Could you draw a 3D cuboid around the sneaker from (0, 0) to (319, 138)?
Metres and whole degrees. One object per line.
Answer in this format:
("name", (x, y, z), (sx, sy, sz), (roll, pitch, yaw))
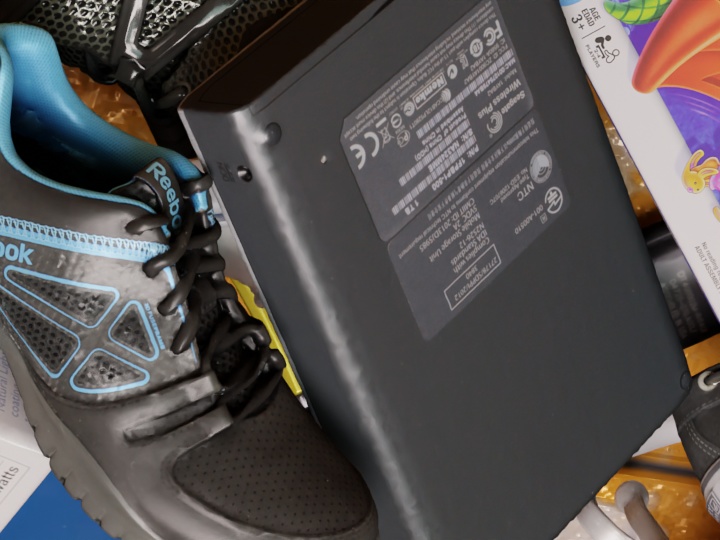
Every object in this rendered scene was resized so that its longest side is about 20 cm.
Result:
("sneaker", (-0.089, -0.077, 0.841), (0.199, 0.076, 0.115), (-17, 94, -6))

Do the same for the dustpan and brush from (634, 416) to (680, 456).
("dustpan and brush", (0.171, 0.057, 1.019), (0.199, 0.057, 0.140), (-12, 129, -13))

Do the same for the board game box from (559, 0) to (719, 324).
("board game box", (0.159, -0.048, 0.885), (0.134, 0.045, 0.200), (-29, 86, 6))

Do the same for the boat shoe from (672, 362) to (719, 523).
("boat shoe", (0.201, 0.022, 0.939), (0.200, 0.057, 0.069), (-27, 153, -1))

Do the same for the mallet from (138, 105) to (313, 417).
("mallet", (-0.039, 0.001, 0.923), (0.041, 0.066, 0.200), (-29, 122, -7))

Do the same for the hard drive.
("hard drive", (0.032, -0.003, 0.855), (0.140, 0.033, 0.200), (-42, 123, -33))

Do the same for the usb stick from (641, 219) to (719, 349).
("usb stick", (0.169, -0.019, 0.977), (0.199, 0.033, 0.056), (-24, 130, 3))

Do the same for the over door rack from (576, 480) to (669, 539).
("over door rack", (0.088, 0.160, 1.033), (0.148, 0.067, 0.200), (-49, 141, 11))

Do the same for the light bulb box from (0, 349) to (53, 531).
("light bulb box", (-0.225, 0.040, 0.849), (0.200, 0.125, 0.198), (25, 126, -24))

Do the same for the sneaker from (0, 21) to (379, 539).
("sneaker", (-0.065, 0.015, 0.788), (0.200, 0.073, 0.082), (44, 125, 0))

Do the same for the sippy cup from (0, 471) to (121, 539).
("sippy cup", (-0.074, 0.112, 0.916), (0.177, 0.140, 0.130), (-25, 149, 2))

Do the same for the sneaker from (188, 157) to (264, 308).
("sneaker", (0.000, 0.000, 0.886), (0.200, 0.073, 0.071), (3, 80, -38))
